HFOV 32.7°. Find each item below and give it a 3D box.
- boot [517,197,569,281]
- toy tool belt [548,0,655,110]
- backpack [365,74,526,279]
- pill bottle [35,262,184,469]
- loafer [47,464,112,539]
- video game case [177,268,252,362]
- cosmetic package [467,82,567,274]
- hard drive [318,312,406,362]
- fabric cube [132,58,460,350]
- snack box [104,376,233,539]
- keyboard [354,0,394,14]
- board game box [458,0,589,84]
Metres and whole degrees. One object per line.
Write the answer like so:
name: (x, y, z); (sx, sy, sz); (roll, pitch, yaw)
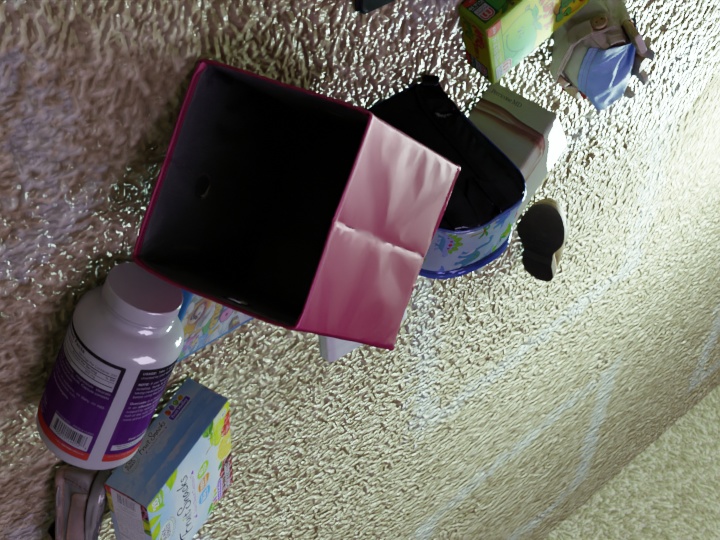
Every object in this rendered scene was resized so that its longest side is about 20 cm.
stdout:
boot: (0.281, -0.064, 1.836); (0.076, 0.073, 0.201); (-57, 162, -21)
toy tool belt: (0.302, -0.256, 1.521); (0.125, 0.123, 0.201); (-39, 153, -12)
backpack: (0.073, -0.083, 1.341); (0.182, 0.200, 0.148); (-28, 149, -32)
pill bottle: (-0.245, 0.094, 1.221); (0.112, 0.112, 0.201); (-11, 137, -49)
loafer: (-0.336, 0.295, 1.438); (0.072, 0.062, 0.201); (-75, -174, -51)
video game case: (-0.142, 0.021, 1.324); (0.200, 0.018, 0.144); (-31, 152, -56)
cosmetic package: (0.151, -0.112, 1.486); (0.201, 0.103, 0.087); (-56, 155, -7)
hard drive: (0.000, 0.000, 1.481); (0.131, 0.027, 0.202); (-28, 132, -31)
fabric cube: (-0.056, -0.055, 1.143); (0.199, 0.195, 0.202); (18, 93, -62)
snack box: (-0.224, 0.254, 1.469); (0.169, 0.067, 0.201); (-53, 160, -35)
keyboard: (0.046, -0.339, 1.152); (0.126, 0.021, 0.201); (-28, 149, -21)
board game box: (0.202, -0.313, 1.381); (0.200, 0.048, 0.102); (-41, 153, -10)
